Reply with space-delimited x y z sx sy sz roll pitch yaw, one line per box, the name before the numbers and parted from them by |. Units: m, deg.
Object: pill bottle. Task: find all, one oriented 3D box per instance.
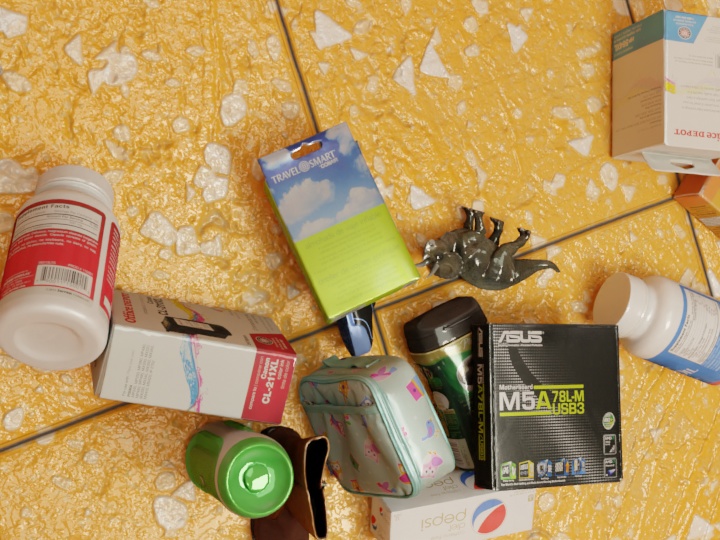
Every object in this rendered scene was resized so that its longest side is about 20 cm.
pill bottle | 0.412 0.072 1.399 0.198 0.112 0.113 21 81 -18
pill bottle | -0.308 -0.008 1.093 0.111 0.113 0.202 14 48 -19

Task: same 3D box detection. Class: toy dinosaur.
toy dinosaur | 0.155 -0.019 1.338 0.198 0.077 0.103 20 93 -24

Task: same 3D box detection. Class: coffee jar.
coffee jar | 0.131 0.137 1.303 0.103 0.085 0.202 -24 97 -21

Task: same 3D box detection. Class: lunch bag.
lunch bag | 0.009 0.173 1.199 0.077 0.199 0.162 -30 98 -30

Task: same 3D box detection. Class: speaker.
speaker | -0.134 0.211 1.138 0.087 0.200 0.090 1 87 -20

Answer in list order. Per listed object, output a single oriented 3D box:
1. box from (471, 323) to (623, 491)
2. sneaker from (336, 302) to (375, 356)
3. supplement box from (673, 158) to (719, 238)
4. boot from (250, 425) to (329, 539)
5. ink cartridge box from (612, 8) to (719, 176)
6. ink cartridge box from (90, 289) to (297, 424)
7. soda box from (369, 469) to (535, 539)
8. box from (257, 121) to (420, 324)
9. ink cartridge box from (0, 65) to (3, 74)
box | 0.227 0.161 1.276 0.198 0.047 0.196 3 86 -27
sneaker | 0.000 0.000 1.269 0.077 0.070 0.203 -12 90 -13
supplement box | 0.536 -0.070 1.477 0.199 0.069 0.067 37 76 -13
boot | -0.063 0.269 1.163 0.068 0.200 0.191 4 86 -20
ink cartridge box | 0.420 -0.226 1.407 0.127 0.125 0.203 3 86 -20
ink cartridge box | -0.185 0.092 1.147 0.198 0.146 0.084 12 101 -20
soda box | 0.114 0.290 1.291 0.198 0.064 0.069 -6 113 -21
box | -0.027 -0.055 1.216 0.121 0.048 0.202 -24 83 -11
ink cartridge box | -0.506 -0.228 1.109 0.199 0.050 0.163 -34 100 -10
